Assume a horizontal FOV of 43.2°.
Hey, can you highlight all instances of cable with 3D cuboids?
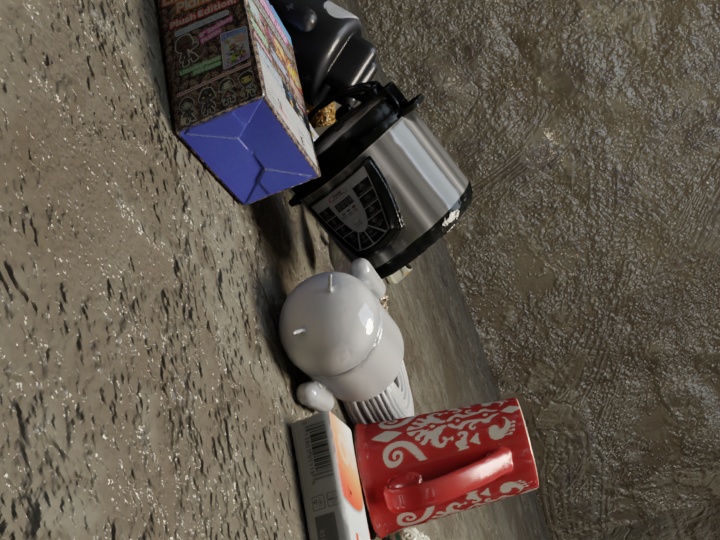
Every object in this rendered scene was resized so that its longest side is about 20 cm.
[{"bbox_3d":[0.014,0.123,1.201,0.200,0.068,0.203,51,23,-62],"label":"cable"}]

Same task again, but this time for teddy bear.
[{"bbox_3d":[-0.064,-0.269,1.485,0.145,0.066,0.203,51,23,-68],"label":"teddy bear"}]

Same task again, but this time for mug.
[{"bbox_3d":[0.104,0.239,1.062,0.178,0.197,0.135,-98,174,-60],"label":"mug"}]

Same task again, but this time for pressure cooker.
[{"bbox_3d":[0.011,-0.112,1.061,0.201,0.176,0.178,51,-15,-10],"label":"pressure cooker"}]

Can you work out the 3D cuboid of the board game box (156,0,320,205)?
[{"bbox_3d":[-0.128,-0.201,0.954,0.160,0.096,0.203,52,22,-60],"label":"board game box"}]

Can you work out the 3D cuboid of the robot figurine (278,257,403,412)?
[{"bbox_3d":[-0.020,0.074,0.995,0.172,0.111,0.200,-69,155,-17],"label":"robot figurine"}]

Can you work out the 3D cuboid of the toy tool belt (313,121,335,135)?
[{"bbox_3d":[-0.003,-0.144,1.394,0.125,0.121,0.202,-108,173,-58],"label":"toy tool belt"}]

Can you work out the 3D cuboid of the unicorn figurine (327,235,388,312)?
[{"bbox_3d":[0.000,0.000,1.353,0.138,0.073,0.202,71,7,-50],"label":"unicorn figurine"}]

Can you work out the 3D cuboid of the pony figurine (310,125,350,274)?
[{"bbox_3d":[-0.022,-0.111,1.231,0.200,0.167,0.194,42,10,-26],"label":"pony figurine"}]

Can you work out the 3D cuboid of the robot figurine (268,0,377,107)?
[{"bbox_3d":[-0.078,-0.283,1.132,0.125,0.198,0.151,-50,168,-47],"label":"robot figurine"}]

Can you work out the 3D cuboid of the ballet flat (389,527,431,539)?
[{"bbox_3d":[0.086,0.369,1.173,0.200,0.071,0.073,57,18,-55],"label":"ballet flat"}]

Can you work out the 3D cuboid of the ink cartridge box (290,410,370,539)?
[{"bbox_3d":[-0.004,0.254,0.944,0.200,0.049,0.164,48,26,-58],"label":"ink cartridge box"}]

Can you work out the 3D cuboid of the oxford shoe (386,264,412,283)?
[{"bbox_3d":[0.048,-0.073,1.751,0.075,0.057,0.202,-64,132,-72],"label":"oxford shoe"}]
